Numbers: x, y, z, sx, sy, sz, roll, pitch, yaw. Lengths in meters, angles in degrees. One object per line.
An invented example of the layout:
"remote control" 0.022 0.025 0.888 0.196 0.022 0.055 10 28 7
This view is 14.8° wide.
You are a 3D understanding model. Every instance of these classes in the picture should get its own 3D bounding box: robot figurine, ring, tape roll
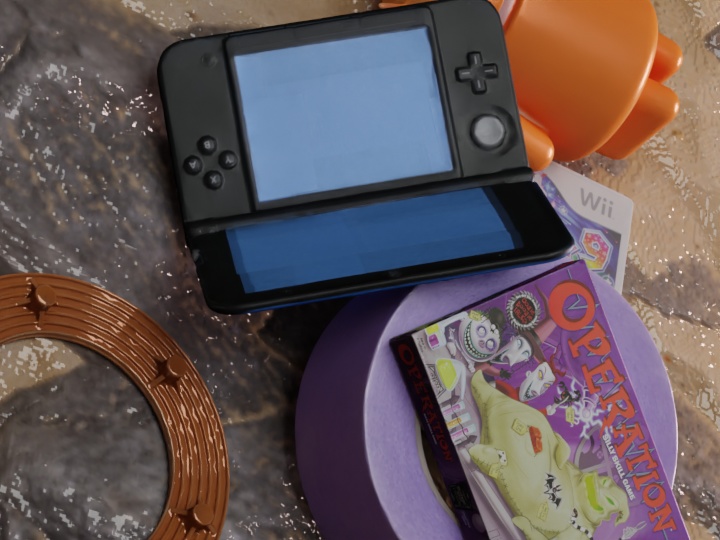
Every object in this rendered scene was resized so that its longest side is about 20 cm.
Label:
"robot figurine" 0.097 -0.139 1.648 0.200 0.117 0.144 26 89 -21
"ring" -0.154 0.094 1.444 0.200 0.019 0.201 14 62 -27
"tape roll" 0.070 0.091 1.521 0.200 0.085 0.201 5 80 -27

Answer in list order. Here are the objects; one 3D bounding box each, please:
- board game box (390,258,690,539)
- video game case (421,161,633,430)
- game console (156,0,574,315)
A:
"board game box" 0.103 0.107 1.475 0.120 0.032 0.200 -24 94 -33
"video game case" 0.090 0.018 1.636 0.143 0.018 0.200 24 58 -22
"game console" 0.000 -0.066 1.502 0.199 0.118 0.171 -9 82 -7
